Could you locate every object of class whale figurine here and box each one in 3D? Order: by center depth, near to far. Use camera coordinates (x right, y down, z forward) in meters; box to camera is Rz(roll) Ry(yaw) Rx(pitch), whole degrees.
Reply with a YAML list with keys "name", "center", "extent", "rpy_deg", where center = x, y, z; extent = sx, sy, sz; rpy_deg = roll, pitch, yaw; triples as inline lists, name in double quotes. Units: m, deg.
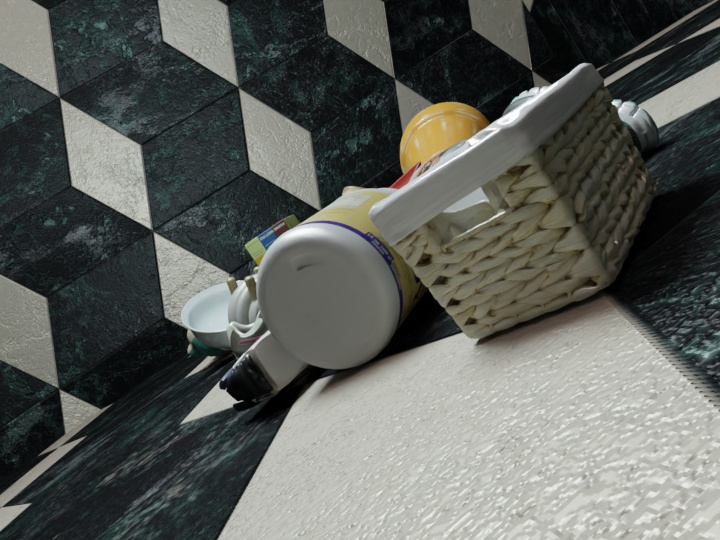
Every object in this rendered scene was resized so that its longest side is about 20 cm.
- name: "whale figurine"
  center: [-0.334, 0.164, 1.528]
  extent: [0.159, 0.104, 0.200]
  rpy_deg: [-37, -18, -22]

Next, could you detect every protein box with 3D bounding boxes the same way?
- name: "protein box"
  center: [-0.204, -0.038, 1.833]
  extent: [0.135, 0.199, 0.200]
  rpy_deg: [-34, 6, 6]

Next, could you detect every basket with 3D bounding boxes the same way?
- name: "basket"
  center: [0.126, -0.054, 0.485]
  extent: [0.135, 0.124, 0.200]
  rpy_deg: [-29, 6, 41]

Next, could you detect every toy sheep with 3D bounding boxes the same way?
- name: "toy sheep"
  center: [-0.141, 0.062, 0.988]
  extent: [0.138, 0.138, 0.200]
  rpy_deg: [-36, 14, -20]

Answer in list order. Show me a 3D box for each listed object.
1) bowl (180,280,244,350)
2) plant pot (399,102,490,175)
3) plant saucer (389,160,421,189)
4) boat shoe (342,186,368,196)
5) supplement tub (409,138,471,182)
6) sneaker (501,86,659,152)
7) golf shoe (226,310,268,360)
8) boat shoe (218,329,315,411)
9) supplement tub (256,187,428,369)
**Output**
- name: "bowl"
  center: [-0.278, 0.110, 1.385]
  extent: [0.200, 0.091, 0.201]
  rpy_deg: [-7, 29, 4]
- name: "plant pot"
  center: [0.176, -0.206, 1.245]
  extent: [0.200, 0.200, 0.183]
  rpy_deg: [-32, 22, 19]
- name: "plant saucer"
  center: [0.015, -0.057, 0.964]
  extent: [0.200, 0.037, 0.200]
  rpy_deg: [-41, 12, 33]
- name: "boat shoe"
  center: [0.057, -0.087, 1.083]
  extent: [0.072, 0.199, 0.072]
  rpy_deg: [64, -139, -74]
- name: "supplement tub"
  center: [0.133, -0.096, 0.795]
  extent: [0.122, 0.123, 0.200]
  rpy_deg: [-34, 6, -5]
- name: "sneaker"
  center: [0.226, -0.151, 0.727]
  extent: [0.091, 0.078, 0.200]
  rpy_deg: [-47, 36, -13]
- name: "golf shoe"
  center: [-0.090, 0.071, 0.857]
  extent: [0.200, 0.088, 0.077]
  rpy_deg: [-31, 4, 12]
- name: "boat shoe"
  center: [-0.077, 0.085, 0.730]
  extent: [0.093, 0.075, 0.200]
  rpy_deg: [-38, -5, 41]
- name: "supplement tub"
  center: [-0.002, -0.003, 0.668]
  extent: [0.145, 0.146, 0.200]
  rpy_deg: [-31, 7, 30]
